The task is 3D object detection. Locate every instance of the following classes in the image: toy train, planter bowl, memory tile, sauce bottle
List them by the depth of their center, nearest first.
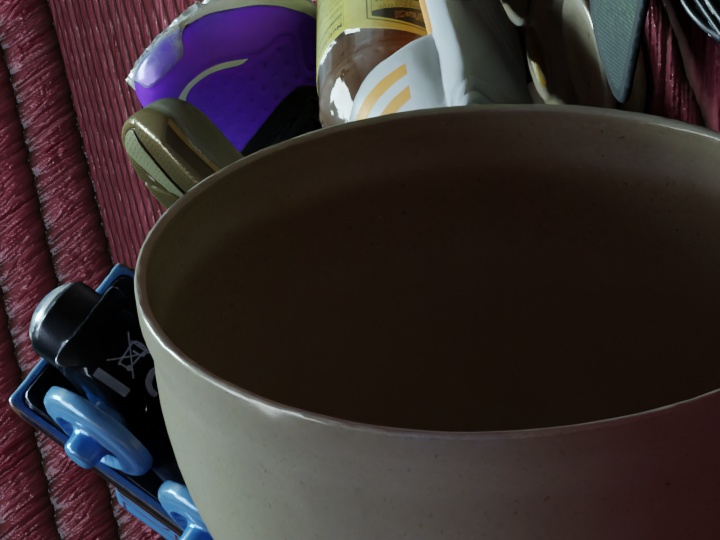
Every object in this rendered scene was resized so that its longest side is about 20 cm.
[{"bbox_3d":[0.040,0.053,0.856,0.200,0.200,0.135,-119,23,-60],"label":"planter bowl"},{"bbox_3d":[-0.036,0.077,1.088,0.200,0.087,0.114,35,164,9],"label":"toy train"},{"bbox_3d":[0.071,-0.063,1.115,0.200,0.017,0.153,90,164,-52],"label":"memory tile"},{"bbox_3d":[0.015,-0.077,1.165,0.200,0.065,0.065,-94,-1,-53],"label":"sauce bottle"}]

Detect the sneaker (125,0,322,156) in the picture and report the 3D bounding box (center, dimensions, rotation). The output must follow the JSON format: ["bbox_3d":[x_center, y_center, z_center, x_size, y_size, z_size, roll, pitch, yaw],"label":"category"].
[{"bbox_3d":[-0.008,-0.051,1.242,0.200,0.070,0.100,17,-146,-52],"label":"sneaker"}]

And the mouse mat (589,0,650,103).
[{"bbox_3d":[0.071,-0.172,0.937,0.161,0.008,0.200,93,169,-59],"label":"mouse mat"}]

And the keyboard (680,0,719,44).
[{"bbox_3d":[0.116,-0.079,0.819,0.127,0.021,0.200,88,167,-46],"label":"keyboard"}]

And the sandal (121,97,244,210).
[{"bbox_3d":[0.000,0.000,1.059,0.200,0.054,0.080,44,162,-21],"label":"sandal"}]

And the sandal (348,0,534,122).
[{"bbox_3d":[0.029,-0.050,1.050,0.079,0.059,0.207,51,-163,-33],"label":"sandal"}]
